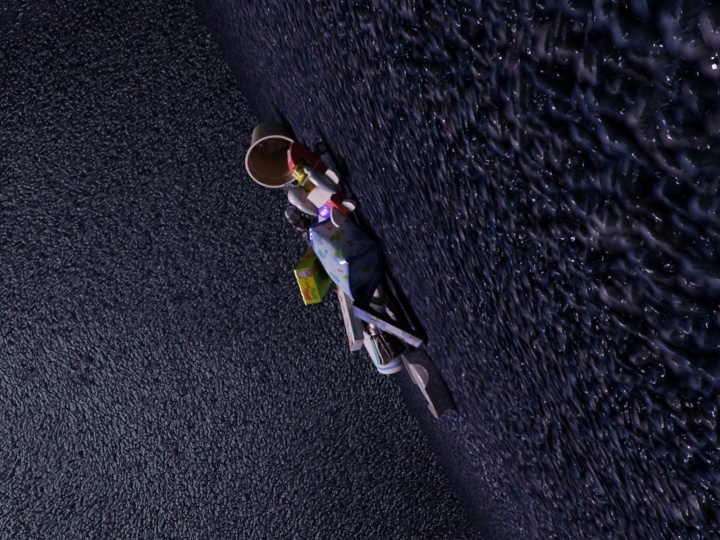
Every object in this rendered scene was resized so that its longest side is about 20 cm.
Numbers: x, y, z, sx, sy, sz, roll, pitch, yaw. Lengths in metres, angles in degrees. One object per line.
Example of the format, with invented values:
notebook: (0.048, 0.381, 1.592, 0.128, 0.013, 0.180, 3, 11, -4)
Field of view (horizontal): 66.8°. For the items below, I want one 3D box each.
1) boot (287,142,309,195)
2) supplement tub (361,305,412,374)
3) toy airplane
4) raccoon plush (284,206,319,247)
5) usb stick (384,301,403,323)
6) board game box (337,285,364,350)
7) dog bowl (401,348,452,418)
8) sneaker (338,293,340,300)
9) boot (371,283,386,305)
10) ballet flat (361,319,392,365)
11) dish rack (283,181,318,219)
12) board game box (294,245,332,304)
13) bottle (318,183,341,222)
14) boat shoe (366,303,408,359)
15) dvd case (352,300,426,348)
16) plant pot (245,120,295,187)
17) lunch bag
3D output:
boot: (-0.167, -0.318, 1.645, 0.156, 0.072, 0.200, 63, 176, 10)
supplement tub: (0.074, 0.212, 1.729, 0.201, 0.131, 0.132, 64, 174, -16)
toy airplane: (-0.103, -0.186, 1.291, 0.199, 0.141, 0.201, 37, 149, 39)
raccoon plush: (-0.131, -0.121, 1.658, 0.200, 0.097, 0.134, 51, 179, 3)
usb stick: (0.107, 0.158, 1.579, 0.056, 0.032, 0.201, 55, 171, 37)
board game box: (-0.030, 0.126, 1.623, 0.126, 0.034, 0.202, 103, 154, -68)
dog bowl: (0.188, 0.310, 1.529, 0.201, 0.058, 0.200, 61, 175, 8)
sneaker: (-0.011, 0.036, 1.736, 0.104, 0.076, 0.201, 24, 138, 18)
boot: (0.000, 0.000, 1.564, 0.200, 0.072, 0.155, 48, 167, 39)
ballet flat: (0.050, 0.178, 1.612, 0.068, 0.067, 0.202, 150, 99, -78)
dish rack: (-0.140, -0.192, 1.627, 0.198, 0.055, 0.154, 22, 165, 12)
board game box: (-0.119, -0.002, 1.500, 0.200, 0.047, 0.102, -67, -36, -63)
bottle: (-0.074, -0.158, 1.470, 0.201, 0.083, 0.066, 92, -173, -57)
boat shoe: (0.048, 0.160, 1.542, 0.202, 0.063, 0.074, 50, 168, 1)
dvd case: (0.071, 0.139, 1.396, 0.199, 0.018, 0.143, 27, 167, 8)
plant pot: (-0.308, -0.428, 1.923, 0.184, 0.199, 0.201, -107, -5, -46)
lunch bag: (-0.034, -0.019, 1.396, 0.170, 0.127, 0.201, 44, 149, 36)
